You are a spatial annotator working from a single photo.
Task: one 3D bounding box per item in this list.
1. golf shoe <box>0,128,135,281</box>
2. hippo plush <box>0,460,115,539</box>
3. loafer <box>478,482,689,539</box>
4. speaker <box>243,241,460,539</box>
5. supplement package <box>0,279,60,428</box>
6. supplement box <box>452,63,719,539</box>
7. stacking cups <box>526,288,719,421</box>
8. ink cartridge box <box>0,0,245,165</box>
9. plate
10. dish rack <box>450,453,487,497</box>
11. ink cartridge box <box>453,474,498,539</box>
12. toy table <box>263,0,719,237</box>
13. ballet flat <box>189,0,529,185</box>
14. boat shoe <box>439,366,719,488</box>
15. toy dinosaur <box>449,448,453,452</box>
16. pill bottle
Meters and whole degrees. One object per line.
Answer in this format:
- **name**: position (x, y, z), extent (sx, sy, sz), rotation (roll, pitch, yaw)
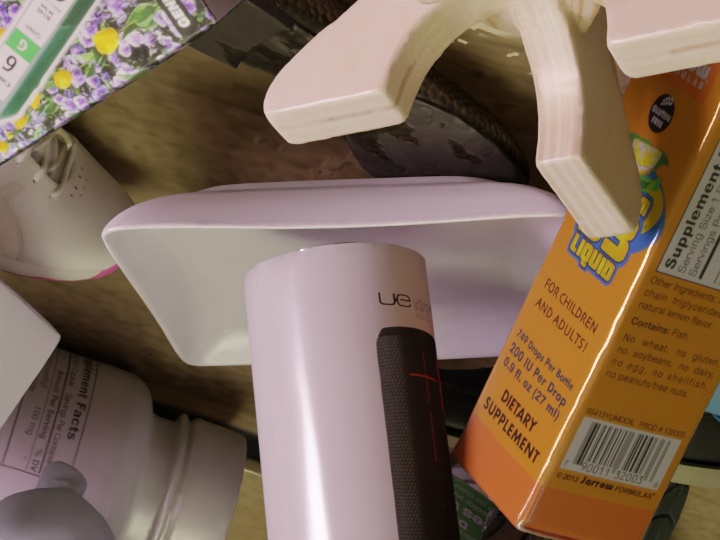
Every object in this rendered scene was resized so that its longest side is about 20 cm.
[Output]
- **golf shoe**: position (-0.165, -0.062, 0.872), extent (0.199, 0.076, 0.091), rotation (33, 137, -32)
- **hippo plush**: position (-0.203, 0.147, 0.976), extent (0.160, 0.160, 0.201), rotation (-22, 145, -18)
- **loafer**: position (0.091, 0.122, 0.951), extent (0.063, 0.072, 0.199), rotation (27, -164, 26)
- **speaker**: position (-0.001, 0.093, 0.817), extent (0.080, 0.202, 0.081), rotation (-6, 162, -2)
- **supplement package**: position (-0.253, 0.011, 0.878), extent (0.199, 0.118, 0.117), rotation (32, 170, 15)
- **supplement box**: position (0.112, 0.006, 0.787), extent (0.068, 0.067, 0.201), rotation (17, 105, -31)
- **stacking cups**: position (0.158, 0.036, 0.899), extent (0.199, 0.061, 0.060), rotation (19, 147, -32)
- **ink cartridge box**: position (-0.153, -0.092, 0.752), extent (0.199, 0.050, 0.109), rotation (-30, 101, 20)
- **plate**: position (0.000, 0.000, 0.906), extent (0.197, 0.033, 0.200), rotation (-3, 161, 6)
- **dish rack**: position (0.091, 0.154, 1.143), extent (0.170, 0.044, 0.201), rotation (1, 145, 14)
- **ink cartridge box**: position (0.010, 0.213, 0.945), extent (0.087, 0.200, 0.146), rotation (35, 124, -6)
- **toy table**: position (0.060, -0.110, 0.693), extent (0.199, 0.118, 0.183), rotation (-19, 136, 39)
- **ballet flat**: position (-0.002, -0.083, 0.824), extent (0.199, 0.047, 0.067), rotation (30, 143, -34)
- **boat shoe**: position (0.094, 0.059, 0.944), extent (0.199, 0.064, 0.074), rotation (7, -170, -22)
- **toy dinosaur**: position (0.028, 0.082, 1.019), extent (0.198, 0.061, 0.107), rotation (12, 122, 5)
- **pill bottle**: position (-0.168, 0.100, 1.073), extent (0.198, 0.115, 0.115), rotation (19, 146, -11)
